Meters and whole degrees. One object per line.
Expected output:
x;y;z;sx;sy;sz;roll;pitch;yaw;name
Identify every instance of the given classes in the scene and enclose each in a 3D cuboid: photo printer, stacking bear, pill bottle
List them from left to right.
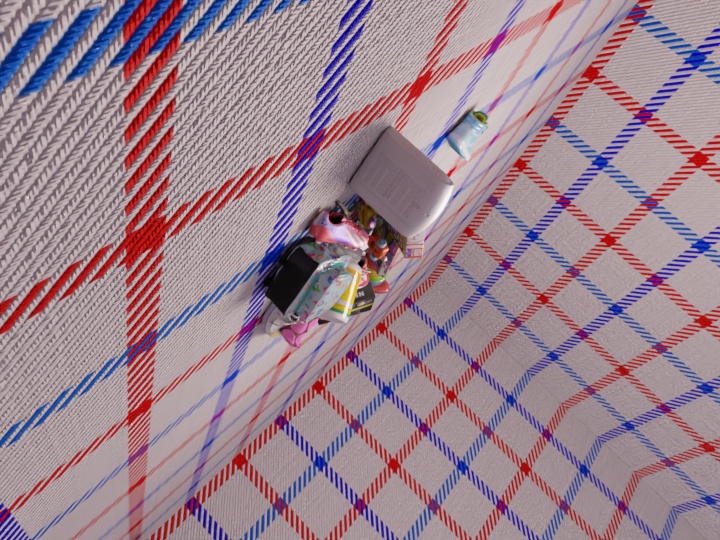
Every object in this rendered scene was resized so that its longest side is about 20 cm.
-0.060;0.030;1.521;0.113;0.112;0.201;84;22;-77;pill bottle
0.054;-0.021;1.957;0.113;0.122;0.200;-6;147;-14;stacking bear
0.092;-0.183;1.242;0.167;0.200;0.069;-53;168;28;photo printer

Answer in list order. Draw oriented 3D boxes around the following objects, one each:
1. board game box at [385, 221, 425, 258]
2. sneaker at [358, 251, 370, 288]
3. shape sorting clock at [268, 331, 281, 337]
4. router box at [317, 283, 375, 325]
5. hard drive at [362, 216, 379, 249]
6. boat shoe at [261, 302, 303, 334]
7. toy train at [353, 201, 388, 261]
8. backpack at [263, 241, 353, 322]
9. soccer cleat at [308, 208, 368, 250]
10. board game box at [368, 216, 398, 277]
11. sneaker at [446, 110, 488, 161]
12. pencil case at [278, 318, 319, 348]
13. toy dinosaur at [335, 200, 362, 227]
0.109;-0.141;1.409;0.200;0.046;0.152;-112;-158;-59;board game box
0.000;0.000;1.728;0.112;0.072;0.200;-26;161;26;sneaker
-0.193;0.114;1.649;0.200;0.039;0.200;-39;156;-22;shape sorting clock
-0.055;0.119;1.964;0.199;0.052;0.157;-16;162;-12;router box
0.034;-0.114;1.750;0.200;0.026;0.132;-34;163;-50;hard drive
-0.185;0.112;1.505;0.074;0.086;0.202;4;130;-54;boat shoe
0.056;-0.126;1.447;0.055;0.150;0.200;-21;152;-34;toy train
-0.108;0.015;1.361;0.178;0.150;0.200;-53;172;28;backpack
-0.037;-0.096;1.326;0.199;0.067;0.077;3;125;-51;soccer cleat
0.064;-0.080;1.577;0.120;0.032;0.200;-61;-160;22;board game box
0.331;-0.404;1.707;0.131;0.080;0.200;-47;171;10;sneaker
-0.139;0.124;1.602;0.200;0.091;0.094;-46;132;-7;pencil case
-0.036;-0.120;1.401;0.088;0.047;0.200;-34;162;-27;toy dinosaur
